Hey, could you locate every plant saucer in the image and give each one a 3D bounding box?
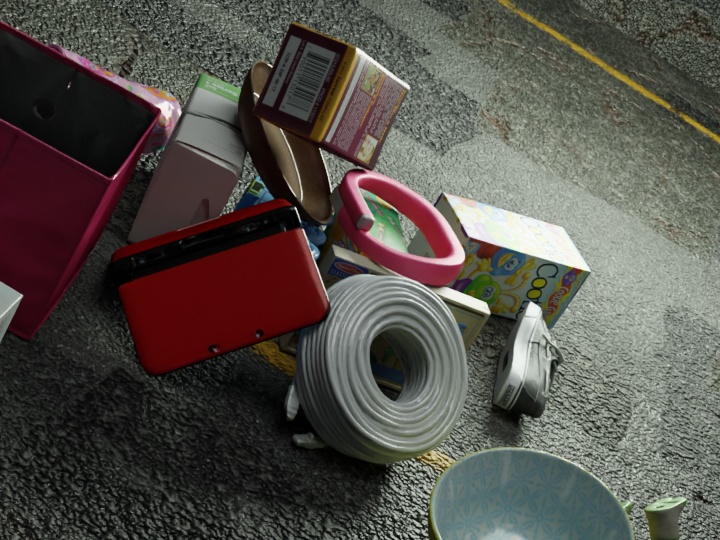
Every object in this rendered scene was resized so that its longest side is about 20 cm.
[{"bbox_3d":[-0.090,-0.140,1.851,0.200,0.037,0.201,-22,90,-76],"label":"plant saucer"}]

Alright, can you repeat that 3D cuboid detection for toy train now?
[{"bbox_3d":[-0.102,-0.034,1.882,0.114,0.087,0.200,23,26,-2],"label":"toy train"}]

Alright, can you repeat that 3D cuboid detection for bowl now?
[{"bbox_3d":[0.154,0.276,1.558,0.200,0.108,0.200,7,38,-5],"label":"bowl"}]

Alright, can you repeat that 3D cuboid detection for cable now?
[{"bbox_3d":[0.023,0.100,1.690,0.200,0.069,0.200,17,69,-34],"label":"cable"}]

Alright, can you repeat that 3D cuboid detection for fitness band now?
[{"bbox_3d":[0.043,-0.051,1.834,0.144,0.037,0.200,18,24,-24],"label":"fitness band"}]

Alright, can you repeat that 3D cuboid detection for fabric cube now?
[{"bbox_3d":[-0.341,-0.093,1.593,0.200,0.199,0.196,29,27,-6],"label":"fabric cube"}]

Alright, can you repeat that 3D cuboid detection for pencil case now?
[{"bbox_3d":[-0.305,-0.199,1.915,0.200,0.087,0.087,18,27,-47],"label":"pencil case"}]

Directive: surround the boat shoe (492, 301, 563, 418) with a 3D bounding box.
[{"bbox_3d":[0.210,0.109,1.971,0.068,0.074,0.199,25,27,-2],"label":"boat shoe"}]

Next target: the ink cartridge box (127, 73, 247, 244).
[{"bbox_3d":[-0.187,-0.115,1.856,0.084,0.146,0.200,25,26,-9],"label":"ink cartridge box"}]

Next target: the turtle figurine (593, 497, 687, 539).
[{"bbox_3d":[0.313,0.320,1.617,0.200,0.194,0.144,-14,0,-15],"label":"turtle figurine"}]

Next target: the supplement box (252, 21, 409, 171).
[{"bbox_3d":[-0.029,-0.190,1.809,0.086,0.110,0.200,25,2,19],"label":"supplement box"}]

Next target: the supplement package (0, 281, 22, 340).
[{"bbox_3d":[-0.396,0.076,1.289,0.152,0.151,0.200,31,26,0],"label":"supplement package"}]

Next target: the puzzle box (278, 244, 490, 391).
[{"bbox_3d":[0.027,0.061,1.793,0.200,0.133,0.025,20,25,-21],"label":"puzzle box"}]

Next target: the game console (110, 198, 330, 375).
[{"bbox_3d":[-0.148,0.013,1.694,0.200,0.119,0.172,-18,9,-6],"label":"game console"}]

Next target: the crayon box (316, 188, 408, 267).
[{"bbox_3d":[0.000,0.000,1.887,0.058,0.119,0.200,21,27,-20],"label":"crayon box"}]

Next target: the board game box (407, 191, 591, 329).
[{"bbox_3d":[0.179,-0.012,2.119,0.200,0.103,0.105,15,31,-31],"label":"board game box"}]
